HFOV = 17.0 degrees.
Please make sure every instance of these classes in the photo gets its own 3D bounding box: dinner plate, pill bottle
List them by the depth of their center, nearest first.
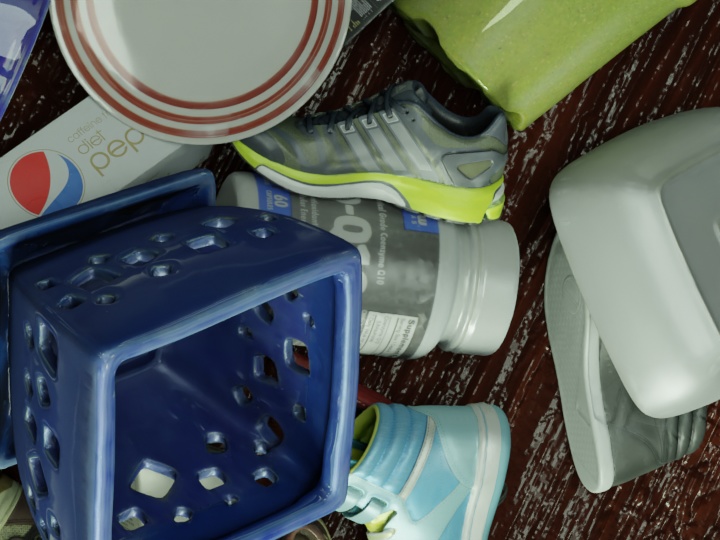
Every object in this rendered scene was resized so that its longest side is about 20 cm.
[{"bbox_3d":[-0.104,-0.182,1.570,0.199,0.024,0.201,1,96,5],"label":"dinner plate"},{"bbox_3d":[0.000,0.000,1.647,0.199,0.114,0.114,7,88,-15],"label":"pill bottle"}]

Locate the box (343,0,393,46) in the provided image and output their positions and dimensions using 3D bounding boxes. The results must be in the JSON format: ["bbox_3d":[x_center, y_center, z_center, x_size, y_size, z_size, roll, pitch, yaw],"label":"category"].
[{"bbox_3d":[-0.092,-0.211,1.616,0.200,0.050,0.158,44,113,-10],"label":"box"}]

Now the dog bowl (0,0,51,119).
[{"bbox_3d":[-0.256,-0.159,1.534,0.079,0.200,0.201,23,84,-16],"label":"dog bowl"}]

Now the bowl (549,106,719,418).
[{"bbox_3d":[0.247,-0.014,1.695,0.200,0.075,0.200,-25,93,-39],"label":"bowl"}]

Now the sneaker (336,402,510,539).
[{"bbox_3d":[0.019,0.180,1.655,0.130,0.080,0.201,10,98,-18],"label":"sneaker"}]

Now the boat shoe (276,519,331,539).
[{"bbox_3d":[-0.018,0.262,1.663,0.072,0.072,0.201,-16,94,-14],"label":"boat shoe"}]

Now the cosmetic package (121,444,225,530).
[{"bbox_3d":[-0.119,0.222,1.621,0.073,0.104,0.201,-3,92,-15],"label":"cosmetic package"}]

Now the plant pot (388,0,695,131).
[{"bbox_3d":[0.126,-0.204,1.654,0.200,0.200,0.184,44,90,-11],"label":"plant pot"}]

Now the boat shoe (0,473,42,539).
[{"bbox_3d":[-0.261,0.235,1.598,0.065,0.073,0.201,28,83,-8],"label":"boat shoe"}]

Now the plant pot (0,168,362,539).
[{"bbox_3d":[-0.130,0.059,1.498,0.200,0.180,0.201,-21,130,-33],"label":"plant pot"}]

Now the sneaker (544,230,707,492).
[{"bbox_3d":[0.194,0.052,1.726,0.099,0.071,0.201,-10,96,-19],"label":"sneaker"}]

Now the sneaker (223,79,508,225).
[{"bbox_3d":[0.007,-0.092,1.610,0.199,0.074,0.081,9,115,-11],"label":"sneaker"}]

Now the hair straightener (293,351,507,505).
[{"bbox_3d":[0.015,0.128,1.698,0.199,0.041,0.077,25,103,-19],"label":"hair straightener"}]

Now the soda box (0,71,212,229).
[{"bbox_3d":[-0.186,-0.060,1.586,0.068,0.064,0.200,46,61,10],"label":"soda box"}]
